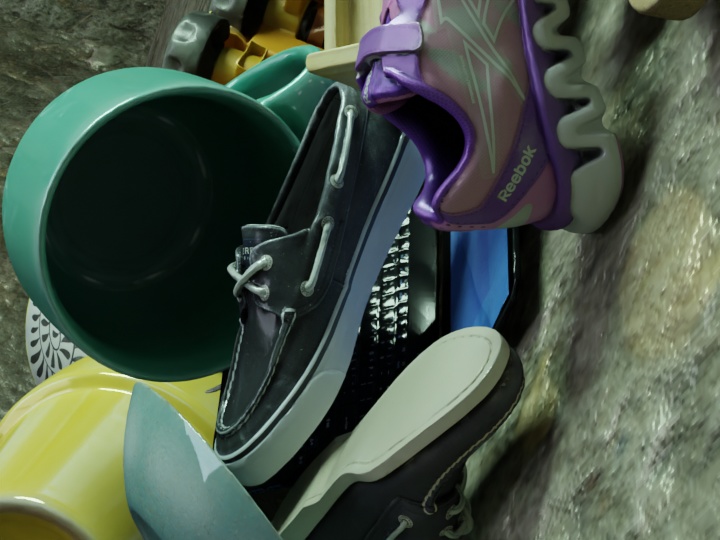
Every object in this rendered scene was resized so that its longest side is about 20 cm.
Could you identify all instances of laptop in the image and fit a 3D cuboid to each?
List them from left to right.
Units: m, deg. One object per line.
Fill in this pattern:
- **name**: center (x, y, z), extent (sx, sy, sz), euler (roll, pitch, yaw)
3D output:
- **laptop**: center (0.000, 0.000, 0.829), extent (0.178, 0.198, 0.104), euler (-86, -25, -44)

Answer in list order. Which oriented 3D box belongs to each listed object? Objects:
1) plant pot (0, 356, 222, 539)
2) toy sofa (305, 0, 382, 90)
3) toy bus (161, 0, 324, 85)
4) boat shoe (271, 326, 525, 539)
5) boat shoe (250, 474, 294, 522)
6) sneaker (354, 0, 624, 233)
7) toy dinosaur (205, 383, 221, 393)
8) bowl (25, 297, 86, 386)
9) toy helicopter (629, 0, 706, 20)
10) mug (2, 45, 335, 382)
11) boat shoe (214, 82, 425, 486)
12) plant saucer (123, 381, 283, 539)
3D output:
- **plant pot**: center (-0.158, 0.165, 0.977), extent (0.189, 0.199, 0.203), euler (-39, -30, -69)
- **toy sofa**: center (0.032, -0.184, 0.788), extent (0.082, 0.097, 0.203), euler (-6, 81, 33)
- **toy bus**: center (-0.051, -0.084, 1.036), extent (0.201, 0.134, 0.193), euler (-63, -7, -51)
- **boat shoe**: center (0.025, 0.092, 0.736), extent (0.200, 0.062, 0.073), euler (-46, 12, 47)
- **boat shoe**: center (-0.038, 0.170, 0.911), extent (0.068, 0.072, 0.201), euler (-41, -24, -44)
- **sneaker**: center (0.035, -0.103, 0.661), extent (0.080, 0.088, 0.202), euler (155, 98, -77)
- **toy dinosaur**: center (-0.027, 0.037, 0.963), extent (0.181, 0.105, 0.202), euler (-5, 58, 57)
- **bowl**: center (-0.123, 0.053, 1.108), extent (0.094, 0.199, 0.203), euler (-136, 62, -68)
- **toy helicopter**: center (0.101, -0.156, 0.662), extent (0.201, 0.078, 0.133), euler (-101, 29, -50)
- **mug**: center (-0.097, -0.033, 0.868), extent (0.114, 0.183, 0.154), euler (25, 125, 61)
- **boat shoe**: center (-0.033, 0.002, 0.795), extent (0.071, 0.068, 0.202), euler (1, 62, 58)
- **plant saucer**: center (-0.062, 0.145, 0.772), extent (0.039, 0.202, 0.201), euler (-36, 4, -16)
